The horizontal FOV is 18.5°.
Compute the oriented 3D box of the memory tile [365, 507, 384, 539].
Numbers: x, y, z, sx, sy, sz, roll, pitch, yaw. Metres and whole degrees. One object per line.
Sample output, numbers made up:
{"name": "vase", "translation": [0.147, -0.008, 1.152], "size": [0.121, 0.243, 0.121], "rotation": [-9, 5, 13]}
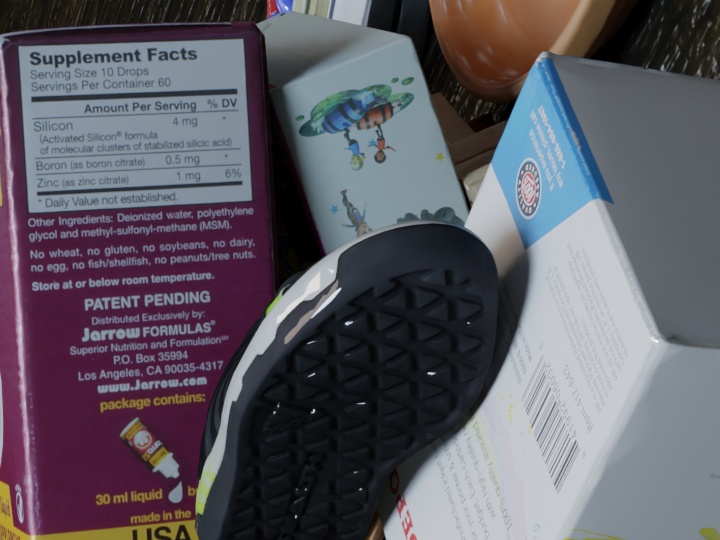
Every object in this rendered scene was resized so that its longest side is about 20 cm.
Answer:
{"name": "memory tile", "translation": [-0.041, 0.154, 0.863], "size": [0.200, 0.017, 0.153], "rotation": [-67, 13, -2]}

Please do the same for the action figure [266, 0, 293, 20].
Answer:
{"name": "action figure", "translation": [-0.019, -0.084, 1.134], "size": [0.065, 0.052, 0.200], "rotation": [131, 136, -65]}

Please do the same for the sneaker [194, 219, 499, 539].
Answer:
{"name": "sneaker", "translation": [-0.017, 0.028, 0.706], "size": [0.200, 0.072, 0.083], "rotation": [122, 149, -51]}

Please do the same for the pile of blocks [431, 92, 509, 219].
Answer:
{"name": "pile of blocks", "translation": [0.070, -0.023, 0.878], "size": [0.200, 0.062, 0.082], "rotation": [33, 145, 66]}

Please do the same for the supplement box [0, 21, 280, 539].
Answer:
{"name": "supplement box", "translation": [-0.096, 0.010, 0.854], "size": [0.131, 0.103, 0.200], "rotation": [179, 87, -72]}

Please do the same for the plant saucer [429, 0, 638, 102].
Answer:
{"name": "plant saucer", "translation": [0.081, -0.167, 0.907], "size": [0.200, 0.037, 0.200], "rotation": [-174, 90, -69]}

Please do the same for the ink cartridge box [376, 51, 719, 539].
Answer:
{"name": "ink cartridge box", "translation": [0.092, 0.056, 0.687], "size": [0.129, 0.125, 0.200], "rotation": [-106, 29, -46]}

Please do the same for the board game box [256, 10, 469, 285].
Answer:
{"name": "board game box", "translation": [0.000, 0.000, 0.916], "size": [0.200, 0.064, 0.148], "rotation": [69, 166, -16]}

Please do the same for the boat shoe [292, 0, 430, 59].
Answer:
{"name": "boat shoe", "translation": [0.005, -0.168, 1.039], "size": [0.062, 0.072, 0.200], "rotation": [35, 124, 31]}
